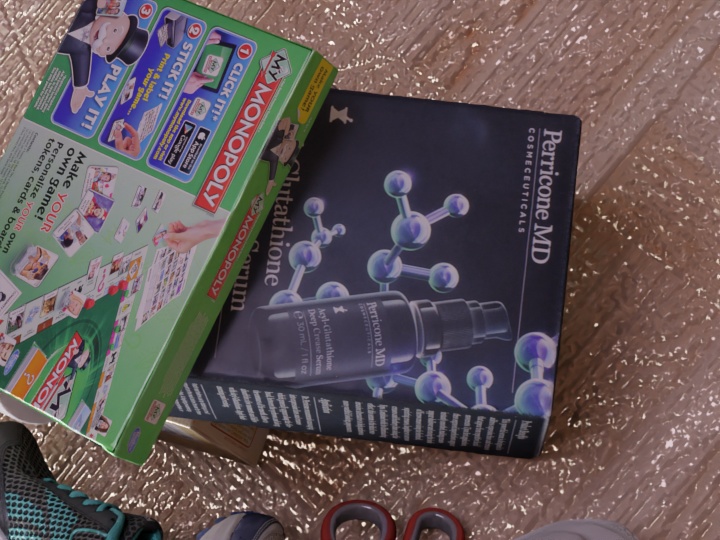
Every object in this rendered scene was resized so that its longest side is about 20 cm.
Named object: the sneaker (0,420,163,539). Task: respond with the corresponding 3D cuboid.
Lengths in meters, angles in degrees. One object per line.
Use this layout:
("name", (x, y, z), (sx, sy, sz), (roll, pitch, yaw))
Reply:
("sneaker", (-0.144, 0.148, 1.117), (0.091, 0.078, 0.200), (-34, 50, 6))

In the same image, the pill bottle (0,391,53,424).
("pill bottle", (-0.221, 0.000, 1.115), (0.199, 0.114, 0.114), (23, 80, 36))

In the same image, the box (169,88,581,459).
("box", (0.000, 0.000, 1.040), (0.199, 0.107, 0.149), (6, 75, 3))

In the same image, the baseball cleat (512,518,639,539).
("baseball cleat", (0.141, 0.159, 0.970), (0.199, 0.070, 0.107), (13, 36, 9))

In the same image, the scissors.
("scissors", (-0.010, 0.174, 1.005), (0.073, 0.014, 0.200), (16, 39, 14))

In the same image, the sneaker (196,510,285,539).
("sneaker", (-0.049, 0.202, 1.035), (0.085, 0.077, 0.201), (-2, 45, 13))

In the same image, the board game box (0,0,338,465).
("board game box", (-0.111, -0.029, 0.987), (0.134, 0.029, 0.201), (25, 86, 29))

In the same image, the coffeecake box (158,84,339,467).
("coffeecake box", (-0.099, -0.013, 1.167), (0.153, 0.073, 0.201), (12, 74, 32))
